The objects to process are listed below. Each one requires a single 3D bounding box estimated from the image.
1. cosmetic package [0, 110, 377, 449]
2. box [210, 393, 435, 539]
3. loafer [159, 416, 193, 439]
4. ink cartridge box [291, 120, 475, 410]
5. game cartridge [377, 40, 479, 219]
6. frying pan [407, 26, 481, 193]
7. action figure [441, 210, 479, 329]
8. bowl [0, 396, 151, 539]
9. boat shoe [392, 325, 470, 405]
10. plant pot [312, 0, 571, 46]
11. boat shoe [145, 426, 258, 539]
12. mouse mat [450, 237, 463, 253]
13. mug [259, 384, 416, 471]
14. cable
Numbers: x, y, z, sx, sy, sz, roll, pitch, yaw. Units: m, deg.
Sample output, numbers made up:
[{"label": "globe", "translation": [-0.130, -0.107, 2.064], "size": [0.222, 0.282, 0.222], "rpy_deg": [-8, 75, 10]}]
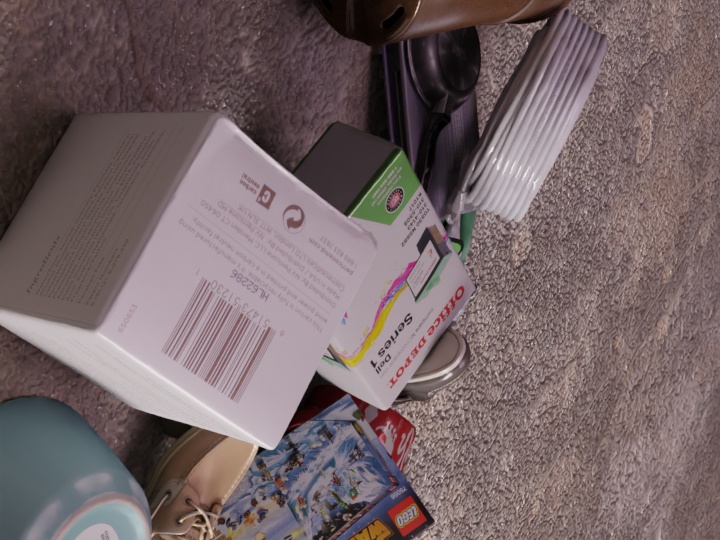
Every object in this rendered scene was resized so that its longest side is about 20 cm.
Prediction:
[{"label": "cosmetic package", "translation": [-0.133, 0.002, 1.015], "size": [0.167, 0.199, 0.167], "rpy_deg": [38, 71, -35]}, {"label": "box", "translation": [-0.054, 0.219, 1.257], "size": [0.199, 0.137, 0.040], "rpy_deg": [-32, 170, -13]}, {"label": "loafer", "translation": [-0.132, 0.109, 1.209], "size": [0.070, 0.075, 0.200], "rpy_deg": [-62, 145, -24]}, {"label": "ink cartridge box", "translation": [0.000, 0.000, 1.220], "size": [0.145, 0.084, 0.200], "rpy_deg": [-52, 141, -17]}, {"label": "game cartridge", "translation": [0.068, -0.149, 1.393], "size": [0.129, 0.038, 0.202], "rpy_deg": [-18, 105, -57]}, {"label": "frying pan", "translation": [0.069, -0.174, 1.347], "size": [0.115, 0.031, 0.191], "rpy_deg": [51, 48, -40]}, {"label": "action figure", "translation": [0.079, 0.019, 1.492], "size": [0.118, 0.055, 0.202], "rpy_deg": [-1, 102, -43]}, {"label": "bowl", "translation": [-0.231, 0.206, 1.081], "size": [0.200, 0.105, 0.202], "rpy_deg": [-29, 127, -46]}, {"label": "boat shoe", "translation": [0.045, 0.090, 1.333], "size": [0.057, 0.199, 0.067], "rpy_deg": [41, 64, -24]}, {"label": "plant pot", "translation": [0.063, -0.286, 1.236], "size": [0.198, 0.200, 0.202], "rpy_deg": [-25, 124, -38]}, {"label": "boat shoe", "translation": [-0.144, 0.203, 1.183], "size": [0.071, 0.064, 0.200], "rpy_deg": [36, 92, -40]}, {"label": "mouse mat", "translation": [0.005, 0.023, 1.369], "size": [0.161, 0.008, 0.200], "rpy_deg": [-52, 152, 18]}, {"label": "mug", "translation": [-0.041, 0.208, 1.338], "size": [0.201, 0.133, 0.178], "rpy_deg": [-64, 147, -19]}, {"label": "cable", "translation": [0.161, -0.143, 1.355], "size": [0.201, 0.069, 0.200], "rpy_deg": [-63, 180, -37]}]
